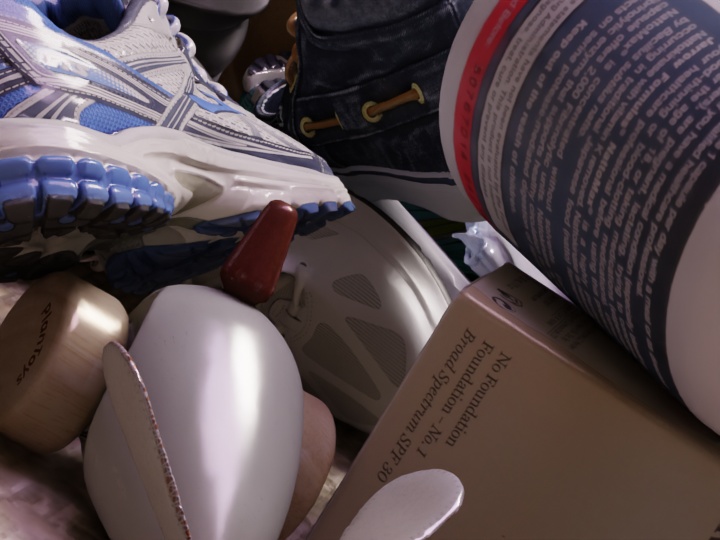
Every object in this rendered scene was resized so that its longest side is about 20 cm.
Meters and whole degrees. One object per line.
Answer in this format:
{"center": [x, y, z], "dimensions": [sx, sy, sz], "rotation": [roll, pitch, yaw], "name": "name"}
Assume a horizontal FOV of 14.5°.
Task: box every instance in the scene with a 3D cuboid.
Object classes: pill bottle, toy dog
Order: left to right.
{"center": [-0.027, 0.047, 0.741], "dimensions": [0.131, 0.097, 0.200], "rotation": [19, 18, -43], "name": "toy dog"}
{"center": [0.120, -0.017, 0.811], "dimensions": [0.119, 0.120, 0.200], "rotation": [20, 17, -40], "name": "pill bottle"}

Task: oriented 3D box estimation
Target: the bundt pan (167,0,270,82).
{"center": [-0.073, -0.146, 1.102], "dimensions": [0.075, 0.203, 0.202], "rotation": [19, 16, -18], "name": "bundt pan"}

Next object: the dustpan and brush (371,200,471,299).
{"center": [0.000, 0.000, 1.072], "dimensions": [0.200, 0.057, 0.140], "rotation": [50, 3, 37], "name": "dustpan and brush"}

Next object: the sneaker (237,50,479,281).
{"center": [0.020, -0.031, 1.167], "dimensions": [0.200, 0.080, 0.078], "rotation": [25, 15, -46], "name": "sneaker"}

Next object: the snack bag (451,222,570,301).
{"center": [0.108, 0.015, 1.125], "dimensions": [0.200, 0.021, 0.189], "rotation": [48, 21, -19], "name": "snack bag"}

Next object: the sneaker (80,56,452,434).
{"center": [-0.063, -0.002, 0.954], "dimensions": [0.200, 0.076, 0.115], "rotation": [42, 35, 17], "name": "sneaker"}

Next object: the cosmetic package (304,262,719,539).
{"center": [0.093, 0.096, 0.827], "dimensions": [0.199, 0.104, 0.073], "rotation": [33, 14, 9], "name": "cosmetic package"}

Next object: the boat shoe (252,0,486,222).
{"center": [0.002, -0.075, 0.987], "dimensions": [0.091, 0.071, 0.200], "rotation": [60, -21, -18], "name": "boat shoe"}

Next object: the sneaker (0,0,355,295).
{"center": [-0.064, -0.045, 0.834], "dimensions": [0.200, 0.077, 0.086], "rotation": [9, 64, -68], "name": "sneaker"}

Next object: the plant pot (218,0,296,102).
{"center": [0.028, -0.097, 1.187], "dimensions": [0.199, 0.200, 0.028], "rotation": [19, 43, -43], "name": "plant pot"}
